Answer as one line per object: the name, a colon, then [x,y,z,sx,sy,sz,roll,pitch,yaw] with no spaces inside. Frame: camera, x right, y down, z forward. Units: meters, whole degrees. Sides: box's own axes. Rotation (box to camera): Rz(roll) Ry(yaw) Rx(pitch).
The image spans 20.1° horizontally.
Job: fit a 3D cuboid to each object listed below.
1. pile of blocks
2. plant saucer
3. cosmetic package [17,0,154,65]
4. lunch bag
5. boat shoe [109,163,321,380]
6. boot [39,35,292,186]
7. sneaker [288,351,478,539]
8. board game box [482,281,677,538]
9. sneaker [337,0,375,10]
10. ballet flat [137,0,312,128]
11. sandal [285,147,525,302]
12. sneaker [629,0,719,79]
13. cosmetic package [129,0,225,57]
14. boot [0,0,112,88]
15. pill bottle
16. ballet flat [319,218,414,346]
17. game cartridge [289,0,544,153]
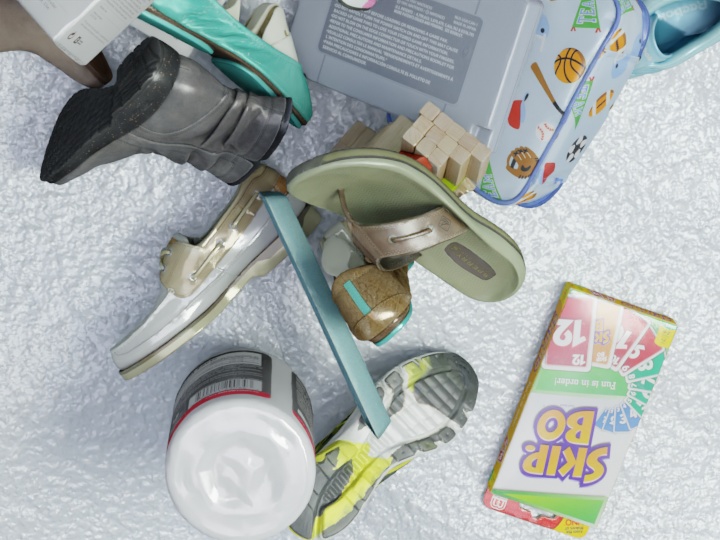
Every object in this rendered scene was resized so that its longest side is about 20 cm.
pile of blocks: [0.029,-0.068,1.500,0.082,0.200,0.062,45,75,-14]
plant saucer: [-0.026,0.030,1.528,0.019,0.070,0.201,-24,98,-4]
cosmetic package: [-0.161,-0.252,1.400,0.200,0.085,0.108,-41,80,0]
lunch bag: [0.115,-0.159,1.521,0.160,0.075,0.201,37,108,26]
boat shoe: [-0.126,0.000,1.581,0.200,0.075,0.068,-42,100,-4]
boot: [-0.148,-0.094,1.527,0.131,0.200,0.070,24,61,-29]
sneaker: [0.007,0.135,1.619,0.200,0.085,0.075,-38,95,-16]
board game box: [0.176,0.118,1.645,0.095,0.030,0.201,19,104,-7]
sneaker: [-0.012,-0.295,1.489,0.086,0.080,0.201,-30,86,19]
ballet flat: [-0.094,-0.180,1.502,0.200,0.067,0.071,33,86,-35]
sandal: [0.038,-0.025,1.430,0.201,0.058,0.080,30,140,-25]
sneaker: [0.198,-0.177,1.546,0.199,0.082,0.074,-27,102,7]
cosmetic package: [-0.170,-0.270,1.491,0.200,0.052,0.151,30,98,-31]
boot: [-0.302,-0.186,1.534,0.146,0.070,0.200,-34,100,10]
pill bottle: [-0.090,0.123,1.541,0.110,0.200,0.111,0,103,-2]
ballet flat: [0.000,0.000,1.518,0.068,0.200,0.072,-41,100,10]
game cartridge: [0.040,-0.181,1.509,0.200,0.040,0.134,26,107,32]
